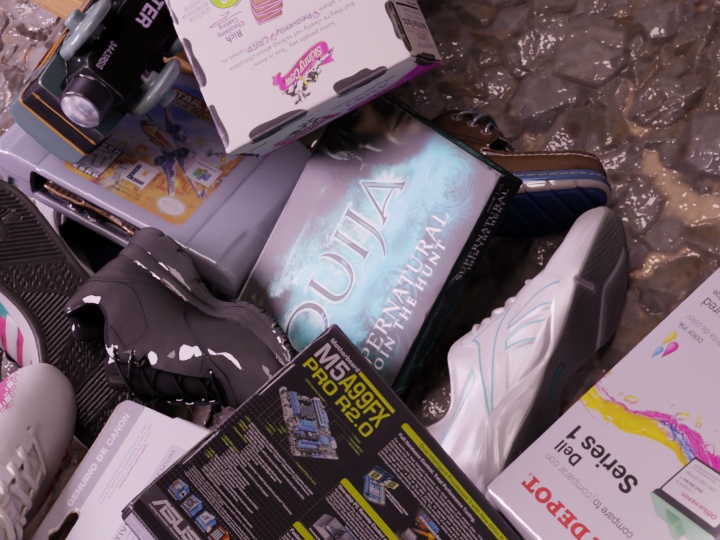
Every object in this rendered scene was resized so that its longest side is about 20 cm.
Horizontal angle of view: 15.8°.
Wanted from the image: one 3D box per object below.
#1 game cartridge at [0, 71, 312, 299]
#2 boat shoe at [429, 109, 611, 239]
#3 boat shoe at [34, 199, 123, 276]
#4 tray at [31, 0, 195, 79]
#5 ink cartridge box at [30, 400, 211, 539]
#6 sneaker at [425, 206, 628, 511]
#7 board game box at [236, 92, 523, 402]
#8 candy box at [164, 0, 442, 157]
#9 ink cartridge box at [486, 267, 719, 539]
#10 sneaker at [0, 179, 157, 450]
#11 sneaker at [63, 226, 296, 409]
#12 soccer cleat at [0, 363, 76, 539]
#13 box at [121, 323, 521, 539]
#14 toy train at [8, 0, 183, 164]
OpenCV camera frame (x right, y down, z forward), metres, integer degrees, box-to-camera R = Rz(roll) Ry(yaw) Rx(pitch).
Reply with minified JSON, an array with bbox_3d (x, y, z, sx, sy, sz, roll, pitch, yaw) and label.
[{"bbox_3d":[-0.127,-0.070,1.691,0.199,0.042,0.133,27,56,17],"label":"game cartridge"},{"bbox_3d":[0.062,-0.062,1.620,0.198,0.072,0.073,-5,65,23],"label":"boat shoe"},{"bbox_3d":[-0.176,-0.041,1.726,0.073,0.065,0.200,-38,51,-2],"label":"boat shoe"},{"bbox_3d":[-0.122,-0.185,1.766,0.199,0.037,0.099,30,65,15],"label":"tray"},{"bbox_3d":[-0.113,0.198,1.528,0.175,0.084,0.201,20,69,35],"label":"ink cartridge box"},{"bbox_3d":[0.096,0.044,1.542,0.080,0.071,0.201,15,67,35],"label":"sneaker"},{"bbox_3d":[0.000,0.000,1.587,0.135,0.028,0.201,34,102,34],"label":"board game box"},{"bbox_3d":[-0.052,-0.188,1.575,0.136,0.061,0.201,-25,81,20],"label":"candy box"},{"bbox_3d":[0.192,0.115,1.439,0.200,0.084,0.145,-42,51,-5],"label":"ink cartridge box"},{"bbox_3d":[-0.209,0.041,1.680,0.083,0.121,0.201,-32,89,-19],"label":"sneaker"},{"bbox_3d":[-0.104,0.053,1.570,0.091,0.076,0.200,-36,43,-21],"label":"sneaker"},{"bbox_3d":[-0.220,0.145,1.549,0.086,0.070,0.201,-3,52,58],"label":"soccer cleat"},{"bbox_3d":[-0.011,0.157,1.447,0.160,0.044,0.200,-41,88,-18],"label":"box"},{"bbox_3d":[-0.149,-0.159,1.662,0.114,0.085,0.201,-31,26,51],"label":"toy train"}]
